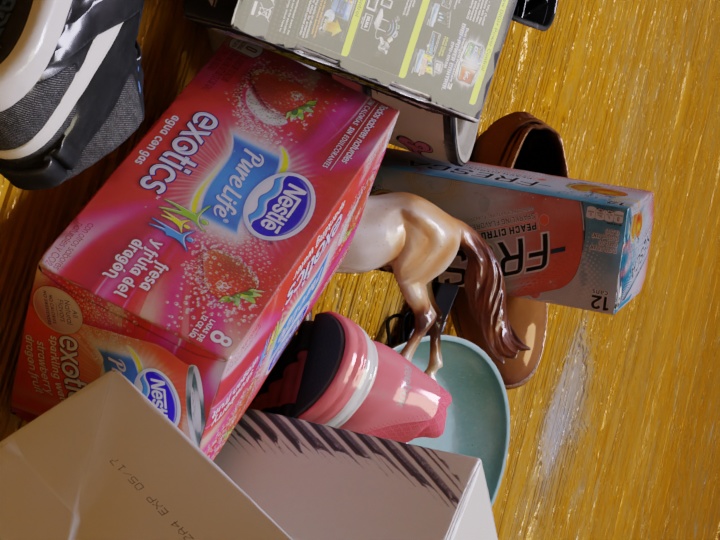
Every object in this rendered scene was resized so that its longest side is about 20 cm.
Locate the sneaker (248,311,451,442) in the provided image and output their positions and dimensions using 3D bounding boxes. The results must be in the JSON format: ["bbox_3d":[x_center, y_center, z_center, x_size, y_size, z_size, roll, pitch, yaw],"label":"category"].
[{"bbox_3d":[-0.023,0.087,1.003,0.200,0.086,0.074,-32,-141,58],"label":"sneaker"}]

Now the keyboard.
[{"bbox_3d":[0.025,0.067,1.342,0.104,0.039,0.201,113,-1,-59],"label":"keyboard"}]

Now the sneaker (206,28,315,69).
[{"bbox_3d":[-0.026,-0.181,1.007,0.200,0.073,0.116,-55,153,-30],"label":"sneaker"}]

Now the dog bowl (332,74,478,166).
[{"bbox_3d":[0.033,-0.162,1.117,0.200,0.073,0.202,5,90,-81],"label":"dog bowl"}]

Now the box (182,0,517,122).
[{"bbox_3d":[0.018,-0.187,0.907,0.160,0.044,0.201,15,94,-41],"label":"box"}]

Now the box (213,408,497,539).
[{"bbox_3d":[-0.040,0.116,0.921,0.082,0.199,0.069,77,31,-48],"label":"box"}]

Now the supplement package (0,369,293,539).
[{"bbox_3d":[-0.099,0.184,0.797,0.150,0.152,0.201,-33,139,-22],"label":"supplement package"}]

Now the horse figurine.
[{"bbox_3d":[0.000,0.000,1.070,0.050,0.199,0.133,-151,-111,-68],"label":"horse figurine"}]

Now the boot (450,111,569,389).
[{"bbox_3d":[0.114,-0.011,1.371,0.155,0.076,0.201,-162,-103,-82],"label":"boot"}]

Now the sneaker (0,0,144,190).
[{"bbox_3d":[-0.110,-0.127,0.810,0.201,0.073,0.112,-62,159,-20],"label":"sneaker"}]

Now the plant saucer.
[{"bbox_3d":[0.015,0.130,1.240,0.199,0.036,0.201,-21,122,-37],"label":"plant saucer"}]

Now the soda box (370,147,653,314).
[{"bbox_3d":[0.066,-0.027,1.135,0.068,0.199,0.064,-26,123,-66],"label":"soda box"}]

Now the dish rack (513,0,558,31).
[{"bbox_3d":[0.103,-0.271,1.327,0.153,0.054,0.201,-3,102,-70],"label":"dish rack"}]

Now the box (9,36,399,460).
[{"bbox_3d":[-0.069,-0.007,0.899,0.200,0.095,0.100,-57,171,-46],"label":"box"}]
